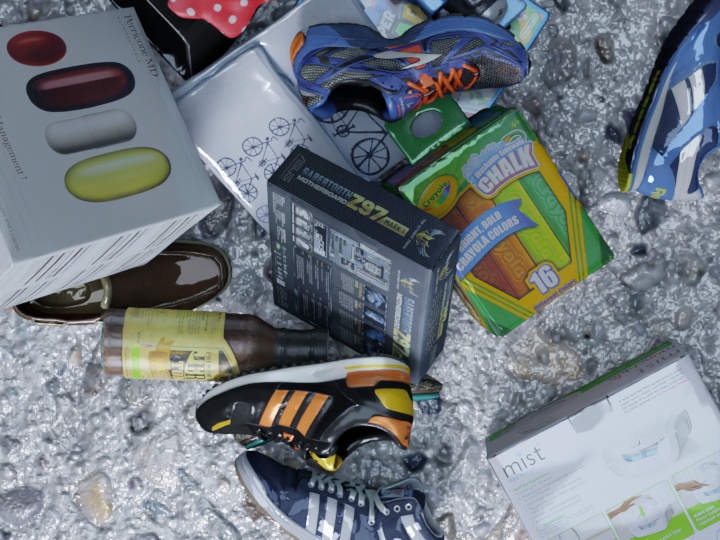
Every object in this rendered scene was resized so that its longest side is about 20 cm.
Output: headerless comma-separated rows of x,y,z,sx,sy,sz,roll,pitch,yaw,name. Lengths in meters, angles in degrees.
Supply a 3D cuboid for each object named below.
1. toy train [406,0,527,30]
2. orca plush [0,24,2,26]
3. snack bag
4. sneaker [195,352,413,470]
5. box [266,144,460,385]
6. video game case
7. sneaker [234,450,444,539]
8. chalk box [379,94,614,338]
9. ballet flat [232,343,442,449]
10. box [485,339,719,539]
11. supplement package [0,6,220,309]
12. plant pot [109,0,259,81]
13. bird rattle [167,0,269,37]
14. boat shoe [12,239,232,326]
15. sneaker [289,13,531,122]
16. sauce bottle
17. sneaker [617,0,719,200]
0.055,-0.268,1.172,0.087,0.114,0.200,-42,91,7,toy train
-0.363,-0.176,1.246,0.200,0.071,0.105,5,96,3,orca plush
-0.042,-0.133,1.211,0.200,0.021,0.189,-34,119,10,snack bag
-0.050,0.132,1.188,0.200,0.070,0.090,-12,67,14,sneaker
0.000,0.000,1.167,0.158,0.200,0.051,29,62,16,box
0.049,-0.225,1.243,0.200,0.018,0.143,33,97,0,video game case
-0.013,0.210,1.260,0.200,0.070,0.109,43,101,-8,sneaker
0.102,-0.063,1.185,0.125,0.124,0.200,-36,99,-1,chalk box
-0.029,0.104,1.259,0.200,0.068,0.075,-16,81,8,ballet flat
0.238,0.187,1.230,0.200,0.097,0.177,-29,92,6,box
-0.260,-0.088,1.124,0.147,0.200,0.191,-31,82,48,supplement package
-0.148,-0.301,1.172,0.177,0.200,0.200,-43,91,-7,plant pot
-0.113,-0.290,1.056,0.163,0.113,0.200,24,87,4,bird rattle
-0.219,0.019,1.253,0.202,0.075,0.075,-12,94,4,boat shoe
0.041,-0.157,1.136,0.200,0.075,0.078,-4,59,6,sneaker
-0.128,0.067,1.220,0.200,0.065,0.065,2,95,-1,sauce bottle
0.295,-0.153,1.211,0.082,0.074,0.200,20,103,0,sneaker
